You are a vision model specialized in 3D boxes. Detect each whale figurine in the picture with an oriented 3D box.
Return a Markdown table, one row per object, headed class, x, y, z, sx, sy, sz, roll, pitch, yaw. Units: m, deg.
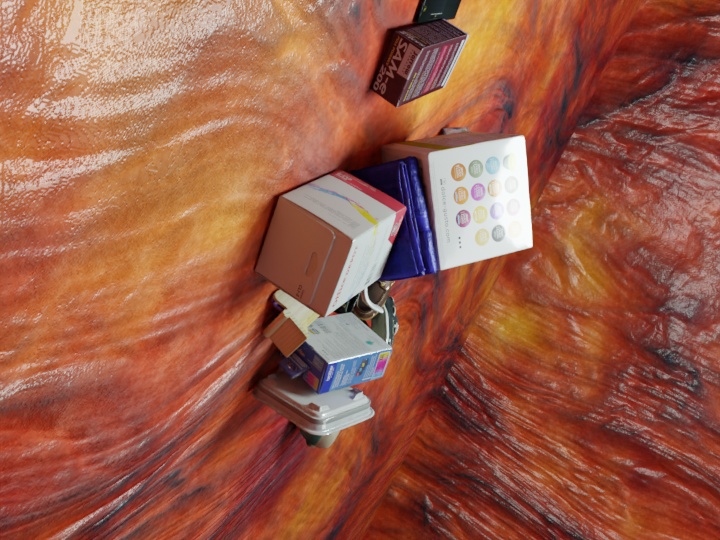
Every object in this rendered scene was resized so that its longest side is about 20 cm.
| class | x | y | z | sx | sy | sz | roll | pitch | yaw |
| --- | --- | --- | --- | --- | --- | --- | --- | --- | --- |
| whale figurine | -0.093 | 0.329 | 1.915 | 0.161 | 0.103 | 0.200 | -60 | -173 | 0 |

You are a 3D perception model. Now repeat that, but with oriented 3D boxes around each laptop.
| class | x | y | z | sx | sy | sz | roll | pitch | yaw |
| --- | --- | --- | --- | --- | --- | --- | --- | --- | --- |
| laptop | 0.198 | -0.498 | 1.386 | 0.177 | 0.102 | 0.203 | -32 | 147 | -57 |

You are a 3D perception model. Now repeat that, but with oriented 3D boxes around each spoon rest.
| class | x | y | z | sx | sy | sz | roll | pitch | yaw |
| --- | --- | --- | --- | --- | --- | --- | --- | --- | --- |
| spoon rest | 0.044 | -0.016 | 1.731 | 0.099 | 0.060 | 0.204 | 25 | -80 | 67 |

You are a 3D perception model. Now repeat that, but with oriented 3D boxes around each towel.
| class | x | y | z | sx | sy | sz | roll | pitch | yaw |
| --- | --- | --- | --- | --- | --- | --- | --- | --- | --- |
| towel | 0.050 | -0.084 | 1.412 | 0.049 | 0.146 | 0.204 | -12 | 92 | -51 |

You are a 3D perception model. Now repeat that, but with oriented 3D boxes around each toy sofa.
| class | x | y | z | sx | sy | sz | roll | pitch | yaw |
| --- | --- | --- | --- | --- | --- | --- | --- | --- | --- |
| toy sofa | -0.093 | 0.055 | 1.494 | 0.083 | 0.098 | 0.200 | -42 | -179 | 44 |

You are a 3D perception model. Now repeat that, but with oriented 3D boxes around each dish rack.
| class | x | y | z | sx | sy | sz | roll | pitch | yaw |
| --- | --- | --- | --- | --- | --- | --- | --- | --- | --- |
| dish rack | -0.087 | 0.230 | 1.538 | 0.170 | 0.198 | 0.044 | -11 | 116 | -46 |

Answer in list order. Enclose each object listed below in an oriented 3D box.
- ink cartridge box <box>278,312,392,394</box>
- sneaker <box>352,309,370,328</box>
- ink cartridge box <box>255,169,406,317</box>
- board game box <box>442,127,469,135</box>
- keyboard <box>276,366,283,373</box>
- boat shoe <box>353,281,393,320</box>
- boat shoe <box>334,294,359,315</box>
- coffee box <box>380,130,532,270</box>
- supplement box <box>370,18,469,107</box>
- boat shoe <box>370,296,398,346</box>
| class | x | y | z | sx | sy | sz | roll | pitch | yaw |
| --- | --- | --- | --- | --- | --- | --- | --- | --- | --- |
| ink cartridge box | -0.060 | 0.154 | 1.556 | 0.198 | 0.136 | 0.077 | -5 | 123 | -43 |
| sneaker | -0.042 | 0.148 | 1.808 | 0.084 | 0.075 | 0.200 | -33 | -174 | 26 |
| ink cartridge box | -0.045 | -0.049 | 1.324 | 0.200 | 0.143 | 0.147 | -34 | 151 | -58 |
| board game box | 0.219 | -0.178 | 1.766 | 0.201 | 0.060 | 0.204 | -105 | -166 | -63 |
| keyboard | -0.125 | 0.141 | 1.626 | 0.203 | 0.011 | 0.056 | -65 | 163 | 14 |
| boat shoe | 0.043 | 0.011 | 1.810 | 0.071 | 0.069 | 0.202 | 98 | 18 | -64 |
| boat shoe | 0.000 | 0.001 | 1.684 | 0.203 | 0.062 | 0.074 | -58 | 160 | -14 |
| coffee box | 0.172 | -0.135 | 1.495 | 0.194 | 0.200 | 0.204 | -13 | 105 | -20 |
| supplement box | 0.103 | -0.354 | 1.400 | 0.200 | 0.060 | 0.110 | -36 | 157 | -55 |
| boat shoe | 0.056 | 0.112 | 1.838 | 0.076 | 0.060 | 0.202 | -53 | -154 | 30 |
